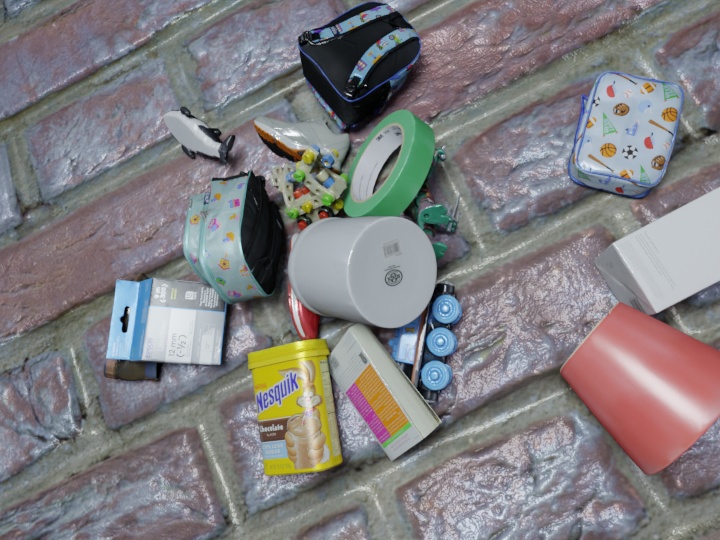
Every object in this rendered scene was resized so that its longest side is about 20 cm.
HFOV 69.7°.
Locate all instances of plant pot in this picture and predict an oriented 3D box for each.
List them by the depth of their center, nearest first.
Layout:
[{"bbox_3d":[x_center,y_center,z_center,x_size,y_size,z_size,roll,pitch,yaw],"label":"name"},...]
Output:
[{"bbox_3d":[0.407,0.156,0.754,0.201,0.200,0.177,-47,64,-2],"label":"plant pot"}]

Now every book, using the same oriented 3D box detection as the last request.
[{"bbox_3d":[0.024,0.200,0.845,0.048,0.134,0.201,-25,70,-39],"label":"book"}]

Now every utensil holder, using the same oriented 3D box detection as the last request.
[{"bbox_3d":[0.000,0.000,0.813,0.168,0.199,0.173,-2,95,-30],"label":"utensil holder"}]

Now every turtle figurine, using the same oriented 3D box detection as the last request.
[{"bbox_3d":[0.119,-0.118,0.889,0.099,0.151,0.201,-14,36,16],"label":"turtle figurine"}]

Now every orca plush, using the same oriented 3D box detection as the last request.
[{"bbox_3d":[-0.307,-0.280,1.033,0.198,0.107,0.071,20,41,37],"label":"orca plush"}]

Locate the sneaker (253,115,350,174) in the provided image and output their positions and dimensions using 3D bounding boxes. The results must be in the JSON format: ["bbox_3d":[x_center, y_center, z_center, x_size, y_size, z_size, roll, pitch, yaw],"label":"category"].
[{"bbox_3d":[-0.110,-0.259,0.999,0.198,0.076,0.093,28,77,7],"label":"sneaker"}]

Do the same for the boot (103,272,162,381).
[{"bbox_3d":[-0.406,0.111,0.981,0.095,0.075,0.203,13,83,-3],"label":"boot"}]

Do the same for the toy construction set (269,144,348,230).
[{"bbox_3d":[-0.098,-0.148,0.927,0.132,0.199,0.092,50,64,-23],"label":"toy construction set"}]

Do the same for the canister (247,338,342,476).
[{"bbox_3d":[-0.110,0.228,0.868,0.147,0.086,0.203,-17,77,29],"label":"canister"}]

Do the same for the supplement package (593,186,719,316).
[{"bbox_3d":[0.494,-0.024,0.800,0.198,0.121,0.121,-28,74,4],"label":"supplement package"}]

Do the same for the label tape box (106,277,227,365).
[{"bbox_3d":[-0.343,0.092,0.926,0.197,0.066,0.146,7,78,-17],"label":"label tape box"}]

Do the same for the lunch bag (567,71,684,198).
[{"bbox_3d":[0.444,-0.235,0.880,0.158,0.076,0.203,16,82,16],"label":"lunch bag"}]

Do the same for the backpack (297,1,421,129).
[{"bbox_3d":[0.006,-0.390,0.965,0.199,0.135,0.183,-37,75,-12],"label":"backpack"}]

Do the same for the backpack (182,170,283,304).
[{"bbox_3d":[-0.214,-0.046,0.892,0.151,0.177,0.202,-14,53,4],"label":"backpack"}]

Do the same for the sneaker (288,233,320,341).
[{"bbox_3d":[-0.064,0.022,0.921,0.114,0.078,0.203,-8,78,10],"label":"sneaker"}]

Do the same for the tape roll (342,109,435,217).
[{"bbox_3d":[0.044,-0.173,0.888,0.048,0.200,0.203,25,82,-28],"label":"tape roll"}]

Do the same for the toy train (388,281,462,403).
[{"bbox_3d":[0.104,0.114,0.865,0.113,0.087,0.203,9,83,16],"label":"toy train"}]
